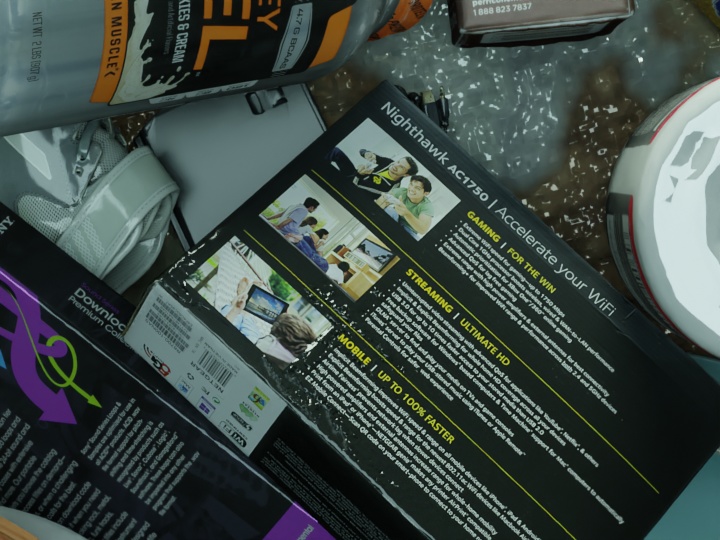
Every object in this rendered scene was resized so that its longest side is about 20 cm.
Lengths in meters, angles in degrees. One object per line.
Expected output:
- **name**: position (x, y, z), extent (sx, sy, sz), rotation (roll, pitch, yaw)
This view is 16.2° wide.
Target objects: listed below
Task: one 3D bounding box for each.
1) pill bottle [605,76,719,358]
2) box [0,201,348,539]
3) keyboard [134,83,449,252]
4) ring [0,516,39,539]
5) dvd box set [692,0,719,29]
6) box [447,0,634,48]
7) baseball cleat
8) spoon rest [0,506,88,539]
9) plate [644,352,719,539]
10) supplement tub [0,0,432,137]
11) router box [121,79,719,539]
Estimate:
- **pill bottle**: position (0.151, -0.021, 0.966), extent (0.111, 0.200, 0.111), rotation (0, 92, 1)
- **box**: position (-0.104, 0.079, 1.019), extent (0.200, 0.036, 0.143), rotation (38, 131, -1)
- **keyboard**: position (0.000, 0.000, 1.061), extent (0.127, 0.021, 0.200), rotation (-25, 92, 3)
- **ring**: position (-0.188, 0.144, 0.999), extent (0.200, 0.200, 0.019), rotation (15, 50, 1)
- **dvd box set**: position (0.193, -0.100, 0.991), extent (0.200, 0.146, 0.029), rotation (46, 75, 0)
- **box**: position (0.061, -0.193, 1.014), extent (0.075, 0.100, 0.200), rotation (-5, 91, 1)
- **baseball cleat**: position (-0.121, -0.068, 1.033), extent (0.106, 0.070, 0.200), rotation (7, 103, 18)
- **spoon rest**: position (-0.179, 0.122, 1.038), extent (0.200, 0.099, 0.061), rotation (11, 47, 8)
- **plate**: position (0.121, 0.133, 1.050), extent (0.200, 0.026, 0.200), rotation (0, 94, -4)
- **supplement tub**: position (-0.076, -0.123, 0.960), extent (0.200, 0.123, 0.123), rotation (-14, 91, -29)
- **router box**: position (0.031, 0.041, 0.980), extent (0.200, 0.051, 0.149), rotation (43, 54, 5)
